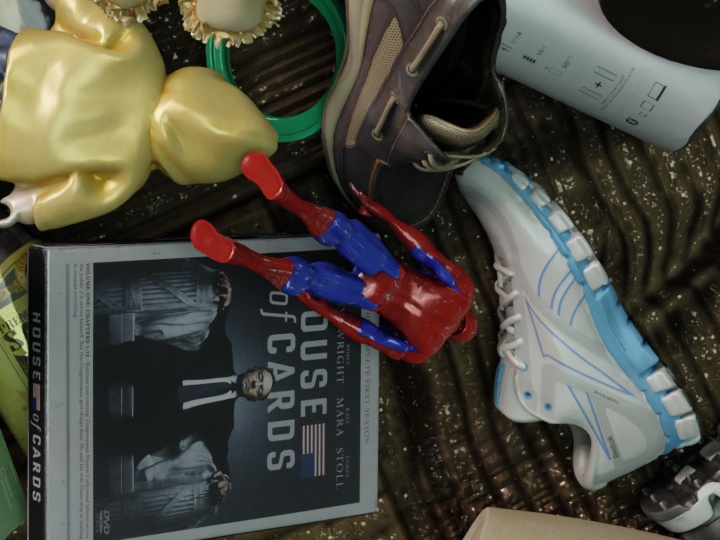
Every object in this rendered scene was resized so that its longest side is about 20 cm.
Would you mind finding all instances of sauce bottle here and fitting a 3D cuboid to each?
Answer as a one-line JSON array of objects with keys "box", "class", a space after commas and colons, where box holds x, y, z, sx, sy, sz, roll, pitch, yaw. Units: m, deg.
[{"box": [-0.177, 0.016, 0.954, 0.066, 0.066, 0.201, -33, 103, -8], "class": "sauce bottle"}]

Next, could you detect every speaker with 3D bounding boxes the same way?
[{"box": [0.091, -0.136, 0.993, 0.199, 0.081, 0.082, 23, 90, -13], "class": "speaker"}]

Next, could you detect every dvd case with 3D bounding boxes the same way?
[{"box": [-0.073, 0.058, 0.961, 0.199, 0.025, 0.152, -4, 97, -37], "class": "dvd case"}]

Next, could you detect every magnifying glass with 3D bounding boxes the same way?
[{"box": [-0.052, -0.164, 0.976, 0.079, 0.022, 0.201, -12, 93, 23], "class": "magnifying glass"}]

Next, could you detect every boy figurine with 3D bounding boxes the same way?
[{"box": [-0.137, -0.081, 0.903, 0.198, 0.064, 0.125, 3, 91, -14], "class": "boy figurine"}]

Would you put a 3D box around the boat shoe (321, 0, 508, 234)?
[{"box": [0.029, -0.080, 0.935, 0.074, 0.201, 0.073, -28, 57, -21], "class": "boat shoe"}]

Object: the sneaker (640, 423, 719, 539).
[{"box": [0.253, 0.095, 1.061, 0.200, 0.066, 0.091, -41, 105, -2], "class": "sneaker"}]

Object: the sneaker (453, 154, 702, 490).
[{"box": [0.097, 0.033, 1.016, 0.086, 0.075, 0.201, -35, 101, -2], "class": "sneaker"}]

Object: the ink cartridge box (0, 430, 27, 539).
[{"box": [-0.278, 0.085, 0.940, 0.199, 0.048, 0.146, -16, 100, 18], "class": "ink cartridge box"}]

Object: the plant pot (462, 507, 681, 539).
[{"box": [0.133, 0.210, 0.997, 0.199, 0.187, 0.188, 27, 89, 0], "class": "plant pot"}]

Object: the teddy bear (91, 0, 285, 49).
[{"box": [-0.074, -0.201, 0.902, 0.144, 0.067, 0.202, -5, 81, -11], "class": "teddy bear"}]

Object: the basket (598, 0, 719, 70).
[{"box": [0.187, -0.212, 0.944, 0.179, 0.136, 0.201, 24, 67, -21], "class": "basket"}]

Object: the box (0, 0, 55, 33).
[{"box": [-0.152, -0.164, 0.951, 0.082, 0.049, 0.202, 4, 94, -13], "class": "box"}]

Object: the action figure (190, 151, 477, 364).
[{"box": [0.000, 0.000, 0.961, 0.200, 0.052, 0.066, 30, 97, -46], "class": "action figure"}]
